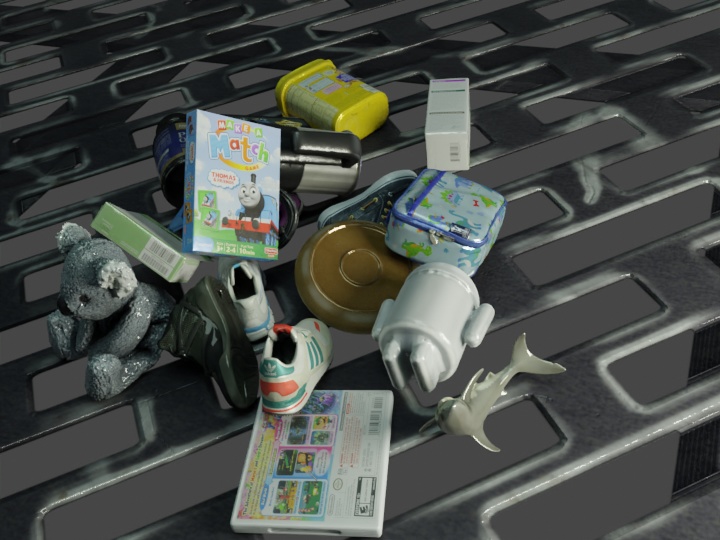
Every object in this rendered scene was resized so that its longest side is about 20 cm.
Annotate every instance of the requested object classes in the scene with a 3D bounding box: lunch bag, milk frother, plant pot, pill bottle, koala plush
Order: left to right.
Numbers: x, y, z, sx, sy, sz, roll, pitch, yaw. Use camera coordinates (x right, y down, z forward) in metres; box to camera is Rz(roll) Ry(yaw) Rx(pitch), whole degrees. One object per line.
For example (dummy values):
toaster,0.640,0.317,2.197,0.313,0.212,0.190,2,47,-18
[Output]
koala plush,-0.361,0.035,1.121,0.183,0.203,0.176,-34,46,-27
pill bottle,-0.325,-0.207,1.458,0.110,0.113,0.201,-17,42,-10
milk frother,-0.093,-0.140,1.321,0.185,0.205,0.180,0,10,-31
plant pot,0.000,0.000,1.177,0.195,0.028,0.203,4,56,-6
lunch bag,0.131,-0.078,1.208,0.158,0.084,0.200,22,33,14

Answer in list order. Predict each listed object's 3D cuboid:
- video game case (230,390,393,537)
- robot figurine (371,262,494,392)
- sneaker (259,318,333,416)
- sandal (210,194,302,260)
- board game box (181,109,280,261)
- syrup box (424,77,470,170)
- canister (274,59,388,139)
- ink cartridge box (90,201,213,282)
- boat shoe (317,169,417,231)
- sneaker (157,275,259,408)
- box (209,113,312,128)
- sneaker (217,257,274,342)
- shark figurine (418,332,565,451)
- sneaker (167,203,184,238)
video game case,-0.054,0.232,0.978,0.178,0.024,0.202,-2,42,9
robot figurine,0.094,0.069,1.066,0.166,0.114,0.201,4,42,27
sneaker,-0.085,0.102,1.056,0.069,0.095,0.201,2,28,15
sandal,-0.176,-0.084,1.337,0.082,0.051,0.202,29,52,33
board game box,-0.189,-0.122,1.171,0.149,0.205,0.036,5,-8,-41
syrup box,0.165,-0.275,1.471,0.080,0.080,0.202,0,41,10
canister,-0.057,-0.336,1.576,0.147,0.088,0.199,-33,47,-25
ink cartridge box,-0.312,-0.038,1.211,0.144,0.200,0.048,34,88,2
boat shoe,0.032,-0.088,1.299,0.198,0.072,0.091,-30,52,-17
sneaker,-0.213,0.119,1.104,0.113,0.076,0.202,-36,64,17
box,-0.167,-0.233,1.456,0.196,0.047,0.159,-3,35,-30
sneaker,-0.179,0.012,1.204,0.074,0.088,0.201,-20,41,-10
shark figurine,0.160,0.175,0.984,0.213,0.129,0.090,-24,66,-43
sneaker,-0.254,-0.117,1.312,0.198,0.065,0.080,-30,70,33
